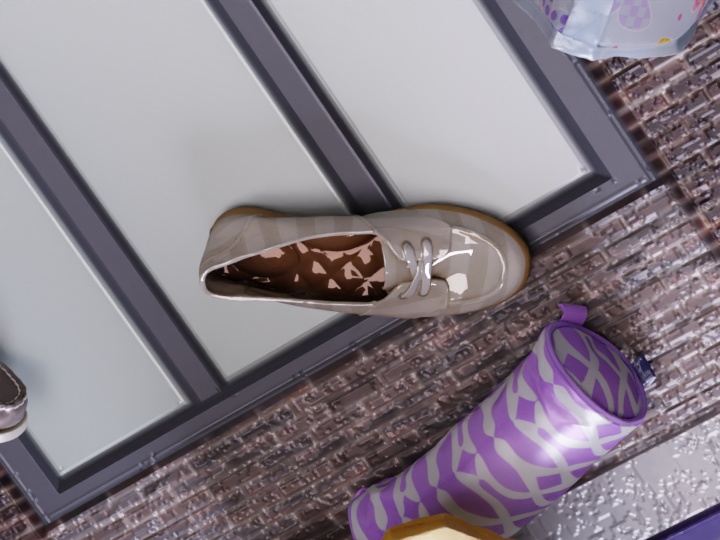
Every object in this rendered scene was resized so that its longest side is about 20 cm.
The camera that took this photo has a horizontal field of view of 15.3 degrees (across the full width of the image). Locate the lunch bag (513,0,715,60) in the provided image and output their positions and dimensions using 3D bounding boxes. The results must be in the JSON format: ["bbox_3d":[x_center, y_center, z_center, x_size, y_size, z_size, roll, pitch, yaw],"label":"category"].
[{"bbox_3d":[0.145,-0.212,1.344,0.126,0.200,0.170,20,118,7],"label":"lunch bag"}]

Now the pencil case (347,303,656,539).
[{"bbox_3d":[0.078,0.109,1.573,0.200,0.084,0.086,-44,60,26],"label":"pencil case"}]

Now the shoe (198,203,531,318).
[{"bbox_3d":[0.000,0.000,1.563,0.199,0.053,0.070,2,113,16],"label":"shoe"}]

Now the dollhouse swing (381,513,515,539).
[{"bbox_3d":[0.044,0.217,1.589,0.199,0.182,0.177,22,98,-18],"label":"dollhouse swing"}]

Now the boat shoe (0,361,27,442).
[{"bbox_3d":[-0.291,0.039,1.662,0.199,0.072,0.060,29,121,10],"label":"boat shoe"}]
